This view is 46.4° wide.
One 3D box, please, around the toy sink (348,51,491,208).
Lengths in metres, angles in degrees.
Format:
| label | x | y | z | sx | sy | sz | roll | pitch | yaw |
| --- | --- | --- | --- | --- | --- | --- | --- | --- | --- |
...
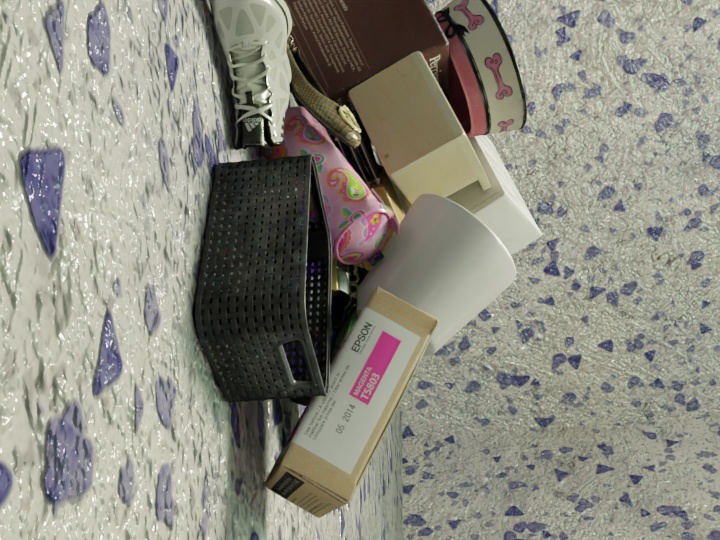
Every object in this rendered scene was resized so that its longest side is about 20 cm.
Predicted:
| label | x | y | z | sx | sy | sz | roll | pitch | yaw |
| --- | --- | --- | --- | --- | --- | --- | --- | --- | --- |
| toy sink | 0.078 | -0.163 | 1.090 | 0.131 | 0.112 | 0.200 | 65 | 11 | 19 |

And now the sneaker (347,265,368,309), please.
| label | x | y | z | sx | sy | sz | roll | pitch | yaw |
| --- | --- | --- | --- | --- | --- | --- | --- | --- | --- |
| sneaker | 0.000 | 0.000 | 1.196 | 0.072 | 0.083 | 0.201 | -10 | -123 | 55 |

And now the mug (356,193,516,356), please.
| label | x | y | z | sx | sy | sz | roll | pitch | yaw |
| --- | --- | --- | --- | --- | --- | --- | --- | --- | --- |
| mug | 0.077 | 0.025 | 0.985 | 0.153 | 0.149 | 0.187 | -48 | 161 | -15 |

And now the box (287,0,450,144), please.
| label | x | y | z | sx | sy | sz | roll | pitch | yaw |
| --- | --- | --- | --- | --- | --- | --- | --- | --- | --- |
| box | -0.002 | -0.283 | 1.131 | 0.166 | 0.199 | 0.165 | 69 | -3 | -70 |

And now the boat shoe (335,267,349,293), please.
| label | x | y | z | sx | sy | sz | roll | pitch | yaw |
| --- | --- | --- | --- | --- | --- | --- | --- | --- | --- |
| boat shoe | -0.028 | 0.096 | 1.334 | 0.073 | 0.065 | 0.201 | 1 | -91 | 56 |

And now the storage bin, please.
| label | x | y | z | sx | sy | sz | roll | pitch | yaw |
| --- | --- | --- | --- | --- | --- | --- | --- | --- | --- |
| storage bin | -0.081 | 0.005 | 0.766 | 0.136 | 0.093 | 0.201 | 79 | 7 | -49 |

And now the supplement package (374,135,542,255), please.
| label | x | y | z | sx | sy | sz | roll | pitch | yaw |
| --- | --- | --- | --- | --- | --- | --- | --- | --- | --- |
| supplement package | 0.145 | -0.117 | 1.267 | 0.151 | 0.151 | 0.201 | 34 | 28 | -51 |

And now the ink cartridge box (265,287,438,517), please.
| label | x | y | z | sx | sy | sz | roll | pitch | yaw |
| --- | --- | --- | --- | --- | --- | --- | --- | --- | --- |
| ink cartridge box | -0.012 | 0.137 | 0.845 | 0.201 | 0.075 | 0.165 | -60 | 179 | -24 |

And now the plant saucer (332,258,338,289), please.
| label | x | y | z | sx | sy | sz | roll | pitch | yaw |
| --- | --- | --- | --- | --- | --- | --- | --- | --- | --- |
| plant saucer | -0.071 | -0.056 | 1.202 | 0.200 | 0.048 | 0.201 | 30 | 55 | -84 |

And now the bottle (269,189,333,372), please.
| label | x | y | z | sx | sy | sz | roll | pitch | yaw |
| --- | --- | --- | --- | --- | --- | --- | --- | --- | --- |
| bottle | -0.076 | 0.009 | 0.930 | 0.083 | 0.065 | 0.201 | -39 | 127 | -55 |

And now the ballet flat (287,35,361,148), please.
| label | x | y | z | sx | sy | sz | roll | pitch | yaw |
| --- | --- | --- | --- | --- | --- | --- | --- | --- | --- |
| ballet flat | -0.056 | -0.212 | 0.960 | 0.200 | 0.046 | 0.067 | 50 | 6 | 31 |

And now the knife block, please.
| label | x | y | z | sx | sy | sz | roll | pitch | yaw |
| --- | --- | --- | --- | --- | --- | --- | --- | --- | --- |
| knife block | 0.021 | -0.090 | 1.086 | 0.064 | 0.199 | 0.176 | -86 | -160 | -58 |

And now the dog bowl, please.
| label | x | y | z | sx | sy | sz | roll | pitch | yaw |
| --- | --- | --- | --- | --- | --- | --- | --- | --- | --- |
| dog bowl | 0.150 | -0.272 | 1.141 | 0.200 | 0.073 | 0.201 | 157 | -90 | -89 |

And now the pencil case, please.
| label | x | y | z | sx | sy | sz | roll | pitch | yaw |
| --- | --- | --- | --- | --- | --- | --- | --- | --- | --- |
| pencil case | -0.038 | -0.097 | 0.957 | 0.200 | 0.087 | 0.088 | 53 | -13 | 31 |

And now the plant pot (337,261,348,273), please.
| label | x | y | z | sx | sy | sz | roll | pitch | yaw |
| --- | --- | --- | --- | --- | --- | --- | --- | --- | --- |
| plant pot | 0.023 | -0.063 | 1.348 | 0.200 | 0.186 | 0.188 | -111 | -165 | -79 |

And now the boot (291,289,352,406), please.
| label | x | y | z | sx | sy | sz | roll | pitch | yaw |
| --- | --- | --- | --- | --- | --- | --- | --- | --- | --- |
| boot | -0.038 | 0.083 | 1.100 | 0.200 | 0.069 | 0.132 | -85 | -170 | -71 |

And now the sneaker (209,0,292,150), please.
| label | x | y | z | sx | sy | sz | roll | pitch | yaw |
| --- | --- | --- | --- | --- | --- | --- | --- | --- | --- |
| sneaker | -0.099 | -0.189 | 0.831 | 0.201 | 0.075 | 0.116 | 80 | 5 | -68 |

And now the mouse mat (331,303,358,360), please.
| label | x | y | z | sx | sy | sz | roll | pitch | yaw |
| --- | --- | --- | --- | --- | --- | --- | --- | --- | --- |
| mouse mat | -0.032 | 0.138 | 1.040 | 0.161 | 0.007 | 0.201 | -48 | 155 | -70 |
